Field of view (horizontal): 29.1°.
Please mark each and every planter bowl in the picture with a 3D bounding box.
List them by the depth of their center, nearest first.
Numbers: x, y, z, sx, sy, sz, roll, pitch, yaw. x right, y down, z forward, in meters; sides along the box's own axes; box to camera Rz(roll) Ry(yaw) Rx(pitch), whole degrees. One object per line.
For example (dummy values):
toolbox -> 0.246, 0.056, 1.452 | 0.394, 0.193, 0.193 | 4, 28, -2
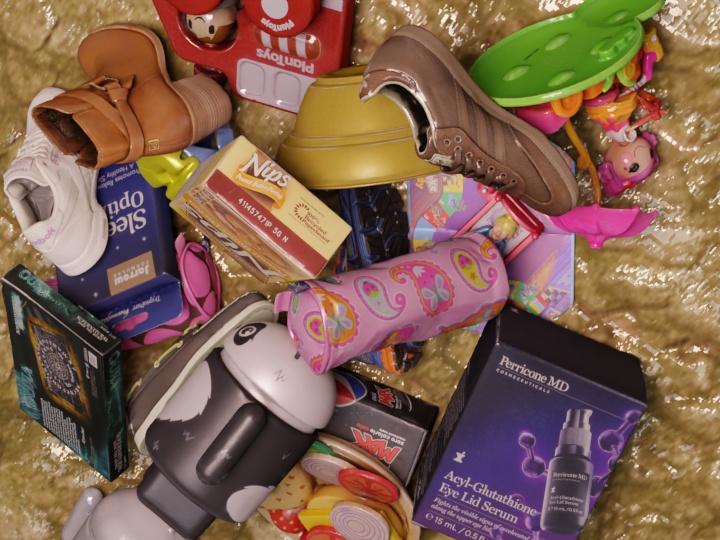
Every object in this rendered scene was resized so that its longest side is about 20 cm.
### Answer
planter bowl -> 0.012, -0.131, 1.182 | 0.199, 0.200, 0.084 | -3, 105, 16

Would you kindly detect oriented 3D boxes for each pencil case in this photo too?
pencil case -> 0.029, 0.025, 1.195 | 0.199, 0.087, 0.088 | -15, 105, -26
pencil case -> -0.235, 0.028, 1.360 | 0.199, 0.091, 0.094 | -17, 131, 19

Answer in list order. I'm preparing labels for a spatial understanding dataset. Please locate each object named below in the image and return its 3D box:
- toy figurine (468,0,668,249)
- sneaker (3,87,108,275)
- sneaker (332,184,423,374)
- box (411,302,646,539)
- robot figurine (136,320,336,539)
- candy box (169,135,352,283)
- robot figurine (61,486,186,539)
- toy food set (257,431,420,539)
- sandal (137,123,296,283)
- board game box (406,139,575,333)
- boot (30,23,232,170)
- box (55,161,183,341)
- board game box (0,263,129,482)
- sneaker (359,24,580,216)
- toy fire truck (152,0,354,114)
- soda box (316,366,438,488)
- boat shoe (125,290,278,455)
toy figurine -> 0.205, -0.117, 1.182 | 0.150, 0.200, 0.185 | 16, 137, 49
sneaker -> -0.285, -0.098, 1.287 | 0.074, 0.100, 0.201 | -27, 57, 19
sneaker -> 0.000, 0.000, 1.294 | 0.078, 0.075, 0.202 | -2, 101, 33
box -> 0.151, 0.153, 1.265 | 0.147, 0.104, 0.201 | 21, 111, -1
robot figurine -> -0.111, 0.138, 1.228 | 0.200, 0.125, 0.150 | -49, 44, 6
candy box -> -0.088, -0.046, 1.157 | 0.115, 0.200, 0.055 | 41, 78, -11
robot figurine -> -0.247, 0.304, 1.425 | 0.170, 0.113, 0.200 | 45, 113, 20
toy food set -> -0.033, 0.225, 1.335 | 0.197, 0.049, 0.201 | -7, 127, 35
sandal -> -0.110, -0.070, 1.303 | 0.200, 0.087, 0.079 | 46, 146, -18
board game box -> 0.115, -0.032, 1.267 | 0.157, 0.039, 0.202 | 3, 105, 15
boot -> -0.233, -0.153, 1.249 | 0.200, 0.155, 0.077 | 36, 133, 29
box -> -0.235, -0.032, 1.314 | 0.120, 0.032, 0.201 | -22, 65, 20
board game box -> -0.278, 0.100, 1.316 | 0.135, 0.028, 0.201 | 34, 142, 22
sneaker -> 0.081, -0.099, 1.093 | 0.200, 0.070, 0.076 | 43, 70, -5
toy fire truck -> -0.098, -0.225, 1.247 | 0.198, 0.112, 0.169 | 16, 127, 12
soda box -> -0.030, 0.133, 1.343 | 0.199, 0.063, 0.071 | 21, 110, 8
boat shoe -> -0.155, 0.086, 1.302 | 0.201, 0.071, 0.061 | -48, 55, 20
